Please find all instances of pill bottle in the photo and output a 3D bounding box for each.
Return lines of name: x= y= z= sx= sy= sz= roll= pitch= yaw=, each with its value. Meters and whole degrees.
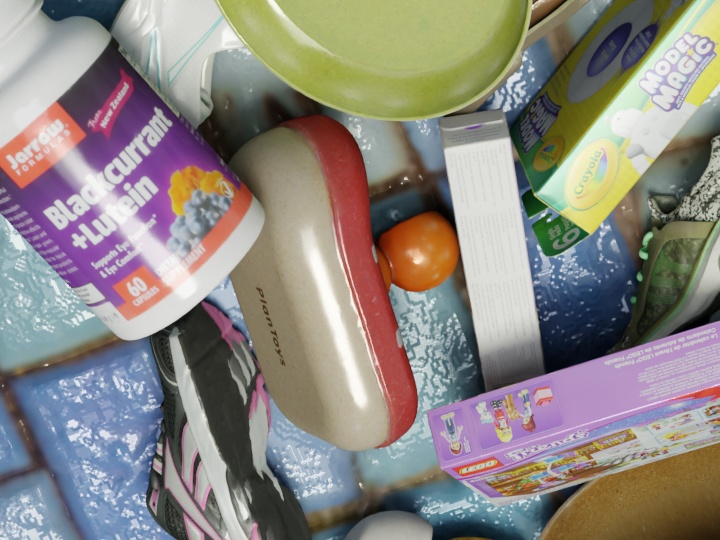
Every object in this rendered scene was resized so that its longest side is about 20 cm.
pill bottle: x=-0.156 y=-0.068 z=1.128 sx=0.111 sy=0.111 sz=0.200 roll=-38 pitch=107 yaw=12

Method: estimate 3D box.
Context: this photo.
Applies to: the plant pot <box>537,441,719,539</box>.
plant pot: x=0.226 y=0.235 z=1.273 sx=0.186 sy=0.186 sz=0.200 roll=-24 pitch=120 yaw=9

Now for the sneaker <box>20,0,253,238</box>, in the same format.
sneaker: x=-0.136 y=-0.091 z=1.215 sx=0.080 sy=0.070 sz=0.200 roll=32 pitch=106 yaw=-12

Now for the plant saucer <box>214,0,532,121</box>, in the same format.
plant saucer: x=0.005 y=-0.175 z=1.138 sx=0.200 sy=0.031 sz=0.200 roll=14 pitch=131 yaw=17

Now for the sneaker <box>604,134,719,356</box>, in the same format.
sneaker: x=0.198 y=-0.003 z=1.246 sx=0.077 sy=0.089 sz=0.200 roll=4 pitch=134 yaw=-39

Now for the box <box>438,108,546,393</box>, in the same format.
box: x=0.082 y=0.000 z=1.231 sx=0.041 sy=0.039 sz=0.200 roll=-11 pitch=122 yaw=3

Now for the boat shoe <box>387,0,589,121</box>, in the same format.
boat shoe: x=0.095 y=-0.174 z=1.180 sx=0.068 sy=0.072 sz=0.200 roll=40 pitch=104 yaw=-12

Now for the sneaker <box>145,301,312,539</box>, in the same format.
sneaker: x=-0.102 y=0.122 z=1.283 sx=0.086 sy=0.080 sz=0.200 roll=-12 pitch=99 yaw=26

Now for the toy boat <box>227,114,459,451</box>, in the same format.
toy boat: x=0.000 y=0.000 z=1.230 sx=0.131 sy=0.130 sz=0.200 roll=-25 pitch=109 yaw=-23

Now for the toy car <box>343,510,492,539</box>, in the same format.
toy car: x=0.036 y=0.266 z=1.286 sx=0.175 sy=0.150 sz=0.200 roll=34 pitch=106 yaw=-10

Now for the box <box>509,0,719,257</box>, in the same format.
box: x=0.152 y=-0.106 z=1.177 sx=0.048 sy=0.117 sz=0.200 roll=32 pitch=106 yaw=-16

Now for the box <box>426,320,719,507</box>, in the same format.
box: x=0.153 y=0.086 z=1.226 sx=0.200 sy=0.137 sz=0.039 roll=-18 pitch=70 yaw=12
